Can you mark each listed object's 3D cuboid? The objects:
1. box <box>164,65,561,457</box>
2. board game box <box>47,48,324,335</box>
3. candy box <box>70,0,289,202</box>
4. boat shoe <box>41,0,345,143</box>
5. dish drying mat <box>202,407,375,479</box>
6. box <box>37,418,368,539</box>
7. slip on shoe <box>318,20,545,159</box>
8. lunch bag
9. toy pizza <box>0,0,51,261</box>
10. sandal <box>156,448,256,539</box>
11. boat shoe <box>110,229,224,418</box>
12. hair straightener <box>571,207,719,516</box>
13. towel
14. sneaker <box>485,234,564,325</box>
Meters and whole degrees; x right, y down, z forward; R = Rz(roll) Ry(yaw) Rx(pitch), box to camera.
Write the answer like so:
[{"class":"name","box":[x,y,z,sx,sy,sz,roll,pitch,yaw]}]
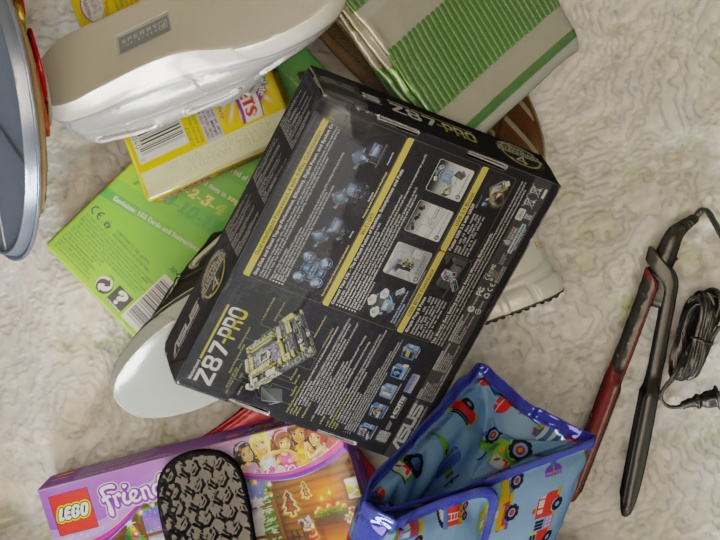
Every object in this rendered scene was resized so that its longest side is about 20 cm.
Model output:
[{"class":"box","box":[0.000,0.000,1.568,0.161,0.049,0.200,19,111,-24]},{"class":"board game box","box":[-0.089,-0.051,1.666,0.200,0.030,0.096,-43,95,8]},{"class":"candy box","box":[-0.117,-0.152,1.634,0.102,0.026,0.200,-23,82,9]},{"class":"boat shoe","box":[-0.092,-0.124,1.578,0.200,0.069,0.072,-25,54,15]},{"class":"dish drying mat","box":[-0.011,0.162,1.704,0.077,0.018,0.200,-36,94,6]},{"class":"box","box":[-0.086,0.172,1.682,0.200,0.039,0.137,-15,98,10]},{"class":"slip on shoe","box":[0.032,-0.123,1.648,0.200,0.076,0.061,45,135,-12]},{"class":"lunch bag","box":[0.030,0.165,1.551,0.094,0.200,0.151,32,123,23]},{"class":"toy pizza","box":[-0.212,-0.106,1.593,0.032,0.200,0.201,-11,97,-21]},{"class":"sandal","box":[-0.082,0.208,1.652,0.075,0.045,0.201,-8,86,3]},{"class":"boat shoe","box":[-0.071,0.010,1.624,0.200,0.064,0.071,-39,128,6]},{"class":"hair straightener","box":[0.193,0.059,1.681,0.077,0.041,0.200,18,93,-1]},{"class":"towel","box":[0.034,-0.179,1.616,0.200,0.023,0.153,51,53,-4]},{"class":"sneaker","box":[0.021,0.013,1.662,0.200,0.074,0.080,-21,92,-5]}]
